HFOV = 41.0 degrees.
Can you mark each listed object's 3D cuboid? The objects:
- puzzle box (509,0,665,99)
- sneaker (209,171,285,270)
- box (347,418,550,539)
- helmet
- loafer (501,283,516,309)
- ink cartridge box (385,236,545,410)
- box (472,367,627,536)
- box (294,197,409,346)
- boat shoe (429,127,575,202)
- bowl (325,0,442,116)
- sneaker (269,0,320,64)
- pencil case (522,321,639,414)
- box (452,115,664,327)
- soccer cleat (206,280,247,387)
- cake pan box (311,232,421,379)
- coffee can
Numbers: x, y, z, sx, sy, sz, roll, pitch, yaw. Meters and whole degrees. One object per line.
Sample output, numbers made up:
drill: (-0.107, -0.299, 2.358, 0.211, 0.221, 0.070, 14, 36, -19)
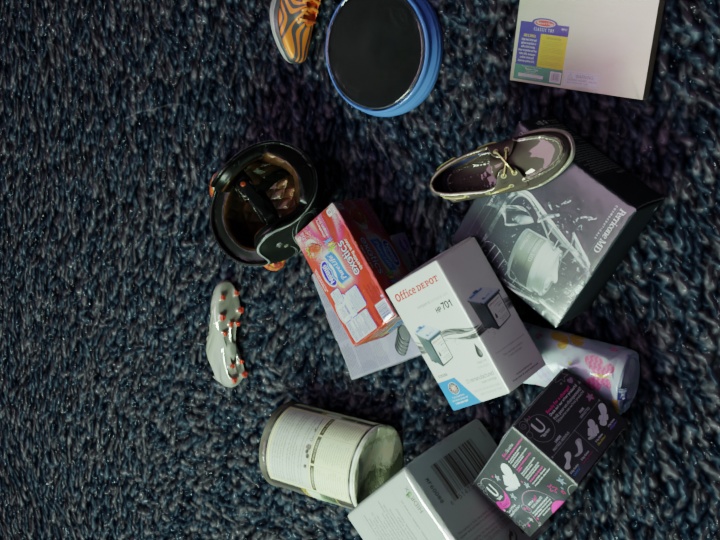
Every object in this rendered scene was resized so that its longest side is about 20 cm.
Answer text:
puzzle box: (0.299, -0.309, 1.287, 0.198, 0.025, 0.135, 17, 110, 33)
sneaker: (-0.192, -0.087, 1.686, 0.201, 0.072, 0.077, 57, 162, 5)
box: (0.132, 0.374, 1.443, 0.201, 0.198, 0.171, 55, 132, 13)
helmet: (-0.148, -0.105, 1.559, 0.202, 0.198, 0.191, 59, 166, 11)
loafer: (0.188, 0.078, 1.427, 0.075, 0.067, 0.204, 0, 100, 36)
ink cartridge box: (0.143, 0.076, 1.332, 0.202, 0.085, 0.146, 59, 148, 1)
box: (0.256, 0.251, 1.326, 0.114, 0.132, 0.201, 40, 148, 15)
box: (0.000, 0.000, 1.472, 0.099, 0.095, 0.202, -38, 76, 33)
boat shoe: (0.180, -0.133, 1.241, 0.198, 0.059, 0.073, -13, 90, 39)
bowl: (0.031, -0.337, 1.467, 0.198, 0.039, 0.204, 8, 104, 33)
sneaker: (-0.079, -0.429, 1.509, 0.111, 0.077, 0.204, 8, 104, 36)
pencil case: (0.292, 0.134, 1.353, 0.198, 0.083, 0.092, 16, 123, 33)
box: (0.264, -0.069, 1.306, 0.196, 0.123, 0.202, 40, 120, 21)
soccer cleat: (-0.256, 0.117, 1.769, 0.077, 0.069, 0.203, 7, 107, 38)
cake pan box: (0.026, 0.057, 1.554, 0.183, 0.052, 0.203, -26, 84, 35)
coffee can: (-0.049, 0.310, 1.604, 0.198, 0.146, 0.149, 8, 105, 35)
